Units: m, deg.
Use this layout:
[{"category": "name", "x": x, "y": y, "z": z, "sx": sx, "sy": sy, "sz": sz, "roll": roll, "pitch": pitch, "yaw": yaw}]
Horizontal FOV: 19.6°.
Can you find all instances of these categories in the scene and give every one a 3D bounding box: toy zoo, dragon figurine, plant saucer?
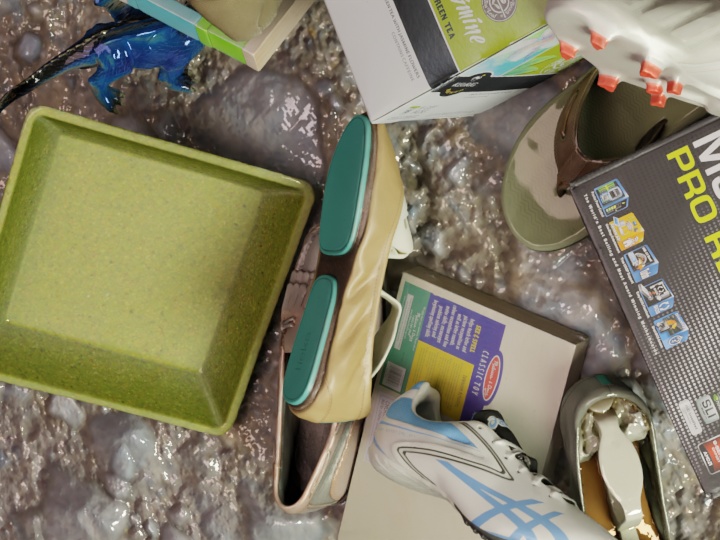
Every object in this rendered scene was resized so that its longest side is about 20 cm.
[{"category": "toy zoo", "x": -0.109, "y": -0.222, "z": 1.357, "sx": 0.199, "sy": 0.021, "sz": 0.132, "roll": 29, "pitch": 70, "yaw": 23}, {"category": "dragon figurine", "x": -0.150, "y": -0.159, "z": 1.376, "sx": 0.100, "sy": 0.198, "sz": 0.059, "roll": 108, "pitch": 144, "yaw": -52}, {"category": "plant saucer", "x": -0.154, "y": -0.005, "z": 1.417, "sx": 0.198, "sy": 0.048, "sz": 0.201, "roll": 15, "pitch": 113, "yaw": -14}]

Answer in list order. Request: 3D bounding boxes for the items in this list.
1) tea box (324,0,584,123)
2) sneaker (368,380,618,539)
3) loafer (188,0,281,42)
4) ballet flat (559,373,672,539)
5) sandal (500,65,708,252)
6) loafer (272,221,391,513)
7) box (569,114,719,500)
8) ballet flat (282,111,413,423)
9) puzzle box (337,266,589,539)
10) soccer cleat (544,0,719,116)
[{"category": "tea box", "x": 0.076, "y": -0.218, "z": 1.221, "sx": 0.196, "sy": 0.133, "sz": 0.202, "roll": -26, "pitch": 81, "yaw": 33}, {"category": "sneaker", "x": 0.088, "y": 0.131, "z": 1.287, "sx": 0.199, "sy": 0.072, "sz": 0.073, "roll": 29, "pitch": 89, "yaw": 36}, {"category": "loafer", "x": -0.064, "y": -0.218, "z": 1.300, "sx": 0.075, "sy": 0.201, "sz": 0.068, "roll": 5, "pitch": 136, "yaw": 23}, {"category": "ballet flat", "x": 0.163, "y": 0.165, "z": 1.288, "sx": 0.067, "sy": 0.064, "sz": 0.202, "roll": -12, "pitch": 93, "yaw": -6}, {"category": "sandal", "x": 0.151, "y": -0.091, "z": 1.254, "sx": 0.080, "sy": 0.057, "sz": 0.201, "roll": 51, "pitch": 120, "yaw": 13}, {"category": "loafer", "x": -0.024, "y": 0.066, "z": 1.389, "sx": 0.071, "sy": 0.063, "sz": 0.202, "roll": 11, "pitch": 106, "yaw": 28}, {"category": "box", "x": 0.231, "y": 0.008, "z": 1.200, "sx": 0.159, "sy": 0.044, "sz": 0.202, "roll": -24, "pitch": 87, "yaw": 9}, {"category": "ballet flat", "x": 0.000, "y": 0.000, "z": 1.342, "sx": 0.069, "sy": 0.063, "sz": 0.202, "roll": 17, "pitch": 93, "yaw": 64}, {"category": "puzzle box", "x": 0.066, "y": 0.113, "z": 1.366, "sx": 0.132, "sy": 0.025, "sz": 0.202, "roll": 23, "pitch": 111, "yaw": 26}, {"category": "soccer cleat", "x": 0.190, "y": -0.123, "z": 1.132, "sx": 0.069, "sy": 0.198, "sz": 0.078, "roll": -6, "pitch": 66, "yaw": 68}]
